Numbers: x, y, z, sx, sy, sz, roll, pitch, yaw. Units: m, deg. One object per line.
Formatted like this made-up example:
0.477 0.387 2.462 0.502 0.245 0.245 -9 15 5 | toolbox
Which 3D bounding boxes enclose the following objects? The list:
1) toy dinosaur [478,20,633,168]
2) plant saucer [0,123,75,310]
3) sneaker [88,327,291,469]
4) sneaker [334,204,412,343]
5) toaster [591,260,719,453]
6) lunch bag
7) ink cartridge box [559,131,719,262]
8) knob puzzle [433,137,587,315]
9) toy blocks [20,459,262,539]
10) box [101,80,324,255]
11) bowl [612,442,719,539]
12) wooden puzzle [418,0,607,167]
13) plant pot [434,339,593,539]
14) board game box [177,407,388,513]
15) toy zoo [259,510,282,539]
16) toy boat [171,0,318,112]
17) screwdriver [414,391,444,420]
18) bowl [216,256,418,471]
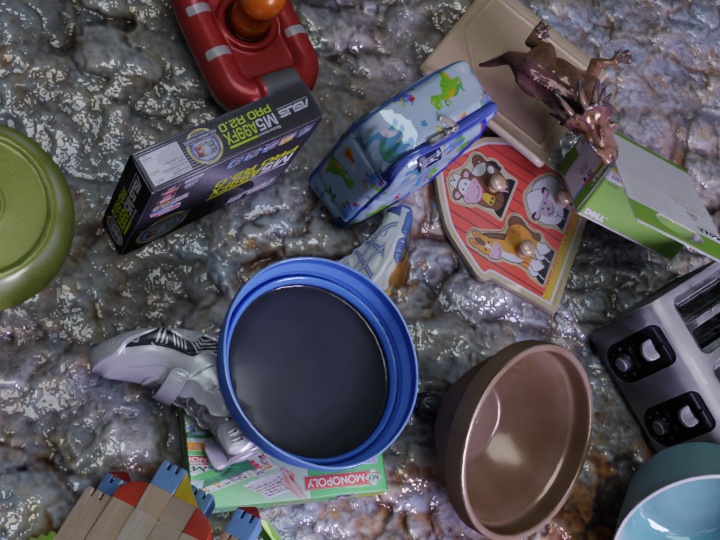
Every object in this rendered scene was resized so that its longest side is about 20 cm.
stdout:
0.217 -0.207 1.326 0.198 0.087 0.136 26 37 13 | toy dinosaur
-0.370 -0.059 1.135 0.197 0.031 0.203 8 68 -21 | plant saucer
-0.152 0.119 1.105 0.197 0.075 0.117 4 67 -20 | sneaker
0.000 0.000 1.249 0.087 0.076 0.201 11 48 12 | sneaker
0.394 0.098 1.357 0.198 0.119 0.182 -26 84 -29 | toaster
0.045 -0.129 1.242 0.160 0.200 0.083 -33 87 -30 | lunch bag
0.319 -0.063 1.346 0.146 0.076 0.201 24 32 -21 | ink cartridge box
0.172 -0.074 1.374 0.216 0.030 0.223 8 69 -20 | knob puzzle
-0.181 0.239 1.064 0.198 0.100 0.138 23 59 13 | toy blocks
-0.147 -0.100 1.172 0.199 0.160 0.045 -28 82 -29 | box
0.357 0.261 1.257 0.199 0.202 0.106 27 30 -12 | bowl
0.184 -0.235 1.432 0.184 0.037 0.201 38 56 0 | wooden puzzle
0.142 0.164 1.217 0.199 0.092 0.204 -12 109 -38 | plant pot
-0.078 0.162 1.172 0.197 0.029 0.137 -2 73 -19 | board game box
-0.085 0.347 1.115 0.131 0.020 0.201 -33 86 -29 | toy zoo
-0.116 -0.273 1.264 0.129 0.131 0.202 -22 81 -28 | toy boat
0.023 0.127 1.246 0.197 0.028 0.029 18 36 -9 | screwdriver
-0.041 0.088 1.110 0.198 0.039 0.204 10 65 -23 | bowl
